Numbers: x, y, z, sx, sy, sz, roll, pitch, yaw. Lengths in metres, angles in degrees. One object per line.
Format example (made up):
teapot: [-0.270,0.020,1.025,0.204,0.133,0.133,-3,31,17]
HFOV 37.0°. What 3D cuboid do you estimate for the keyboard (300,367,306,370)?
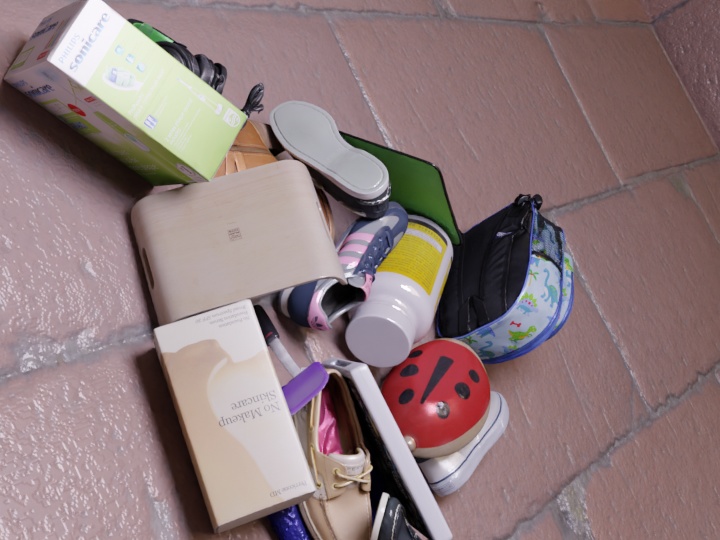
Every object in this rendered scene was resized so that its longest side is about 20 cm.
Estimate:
keyboard: [-0.021,0.204,1.225,0.056,0.011,0.201,1,64,-51]

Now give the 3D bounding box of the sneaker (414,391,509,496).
sneaker: [0.131,0.200,1.366,0.071,0.073,0.200,57,34,-9]

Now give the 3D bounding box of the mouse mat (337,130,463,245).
mouse mat: [0.048,-0.104,1.375,0.008,0.160,0.200,-59,154,-19]

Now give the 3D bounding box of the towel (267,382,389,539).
towel: [-0.052,0.220,1.140,0.147,0.050,0.200,-27,87,-41]

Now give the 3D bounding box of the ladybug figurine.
ladybug figurine: [0.092,0.148,1.312,0.135,0.072,0.200,18,36,11]

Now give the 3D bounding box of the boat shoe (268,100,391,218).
boat shoe: [-0.040,-0.132,1.294,0.200,0.075,0.060,47,-18,33]

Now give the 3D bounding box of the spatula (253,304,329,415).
spatula: [-0.084,0.086,1.139,0.021,0.056,0.200,51,-1,-38]

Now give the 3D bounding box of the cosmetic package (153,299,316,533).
cosmetic package: [-0.124,0.141,1.049,0.105,0.071,0.201,-19,75,-14]

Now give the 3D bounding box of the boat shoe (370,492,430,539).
boat shoe: [0.046,0.296,1.091,0.075,0.066,0.200,-65,160,-46]

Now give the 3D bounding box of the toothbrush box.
toothbrush box: [-0.240,-0.176,1.100,0.200,0.145,0.086,38,71,-30]

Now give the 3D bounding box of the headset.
headset: [-0.192,-0.230,1.230,0.200,0.094,0.123,47,17,23]

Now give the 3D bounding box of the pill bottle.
pill bottle: [0.046,0.027,1.355,0.111,0.111,0.200,46,36,-18]

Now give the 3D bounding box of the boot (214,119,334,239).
boot: [-0.127,-0.094,1.266,0.155,0.074,0.200,-8,59,-55]

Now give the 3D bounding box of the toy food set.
toy food set: [-0.129,-0.024,1.127,0.060,0.199,0.144,91,-19,-66]

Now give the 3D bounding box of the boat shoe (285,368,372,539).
boat shoe: [-0.025,0.196,1.092,0.074,0.069,0.201,-7,74,-39]

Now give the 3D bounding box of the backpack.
backpack: [0.204,0.030,1.492,0.147,0.183,0.201,37,45,-27]

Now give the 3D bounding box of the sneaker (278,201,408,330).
sneaker: [0.000,0.000,1.266,0.200,0.082,0.070,-44,135,-19]

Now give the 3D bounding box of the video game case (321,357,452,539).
video game case: [0.024,0.188,1.162,0.023,0.182,0.201,-27,93,-11]
